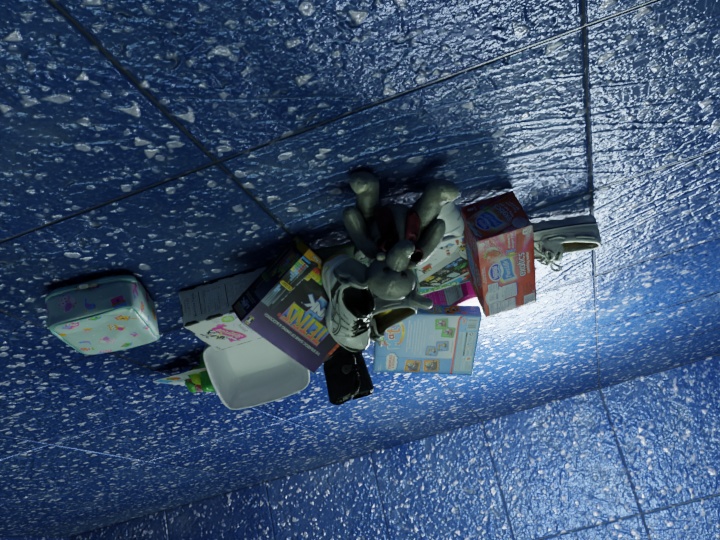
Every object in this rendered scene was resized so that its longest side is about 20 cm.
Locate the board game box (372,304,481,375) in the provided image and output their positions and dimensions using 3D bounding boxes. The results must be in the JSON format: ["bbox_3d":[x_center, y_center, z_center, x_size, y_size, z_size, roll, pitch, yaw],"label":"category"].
[{"bbox_3d":[0.126,0.135,1.552,0.198,0.037,0.152,1,125,-3],"label":"board game box"}]

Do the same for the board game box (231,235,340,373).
[{"bbox_3d":[-0.094,0.062,1.366,0.165,0.057,0.200,-48,131,1],"label":"board game box"}]

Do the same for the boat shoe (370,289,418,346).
[{"bbox_3d":[0.022,0.097,1.448,0.201,0.087,0.075,-26,136,25],"label":"boat shoe"}]

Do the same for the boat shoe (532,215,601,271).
[{"bbox_3d":[0.357,-0.041,1.497,0.200,0.087,0.075,-10,158,-10],"label":"boat shoe"}]

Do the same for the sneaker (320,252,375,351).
[{"bbox_3d":[-0.013,0.071,1.327,0.075,0.088,0.201,-29,129,-19],"label":"sneaker"}]

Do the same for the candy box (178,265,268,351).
[{"bbox_3d":[-0.209,0.070,1.470,0.199,0.072,0.168,-17,157,5],"label":"candy box"}]

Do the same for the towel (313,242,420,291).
[{"bbox_3d":[0.000,0.000,1.418,0.198,0.022,0.147,-8,137,6],"label":"towel"}]

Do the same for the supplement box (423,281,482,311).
[{"bbox_3d":[0.185,0.048,1.612,0.101,0.104,0.200,3,154,-33],"label":"supplement box"}]

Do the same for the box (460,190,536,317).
[{"bbox_3d":[0.240,-0.025,1.383,0.099,0.096,0.201,-17,136,-1],"label":"box"}]

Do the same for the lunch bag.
[{"bbox_3d":[-0.436,0.077,1.350,0.159,0.078,0.200,-11,158,-3],"label":"lunch bag"}]

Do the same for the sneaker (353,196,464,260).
[{"bbox_3d":[0.077,-0.054,1.299,0.199,0.075,0.087,-23,120,27],"label":"sneaker"}]

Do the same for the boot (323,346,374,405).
[{"bbox_3d":[-0.075,0.212,1.759,0.199,0.169,0.076,-6,164,-18],"label":"boot"}]

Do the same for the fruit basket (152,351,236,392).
[{"bbox_3d":[-0.333,0.246,1.799,0.199,0.094,0.185,-24,156,32],"label":"fruit basket"}]

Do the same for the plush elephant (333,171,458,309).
[{"bbox_3d":[0.048,-0.028,1.178,0.164,0.155,0.201,10,129,-14],"label":"plush elephant"}]

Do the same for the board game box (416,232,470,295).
[{"bbox_3d":[0.120,-0.011,1.464,0.199,0.035,0.127,-16,136,6],"label":"board game box"}]

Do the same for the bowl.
[{"bbox_3d":[-0.215,0.183,1.659,0.198,0.075,0.201,-16,126,-2],"label":"bowl"}]
